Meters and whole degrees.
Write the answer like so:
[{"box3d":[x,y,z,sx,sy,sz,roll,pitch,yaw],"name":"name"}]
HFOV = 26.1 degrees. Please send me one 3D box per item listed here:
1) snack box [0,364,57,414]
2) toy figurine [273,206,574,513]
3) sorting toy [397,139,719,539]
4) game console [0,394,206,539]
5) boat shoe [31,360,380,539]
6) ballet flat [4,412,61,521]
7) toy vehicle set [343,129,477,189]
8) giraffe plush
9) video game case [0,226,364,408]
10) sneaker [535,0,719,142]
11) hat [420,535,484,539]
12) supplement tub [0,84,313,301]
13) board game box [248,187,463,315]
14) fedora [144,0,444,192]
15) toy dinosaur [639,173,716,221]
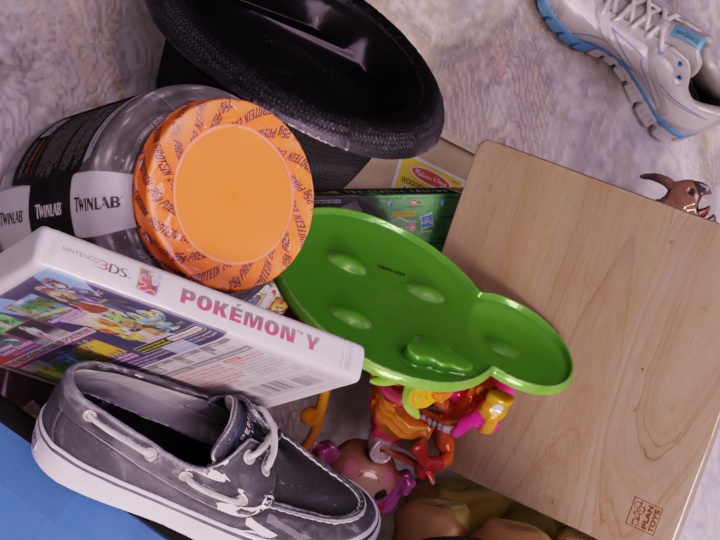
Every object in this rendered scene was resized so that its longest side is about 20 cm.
[{"box3d":[-0.198,0.138,0.902,0.071,0.024,0.203,13,82,-30],"name":"snack box"},{"box3d":[0.001,0.088,0.942,0.198,0.151,0.185,19,122,-18],"name":"toy figurine"},{"box3d":[0.140,0.047,0.974,0.069,0.197,0.202,1,109,-66],"name":"sorting toy"},{"box3d":[-0.197,0.149,0.769,0.199,0.171,0.119,32,97,8],"name":"game console"},{"box3d":[-0.072,0.099,0.829,0.198,0.068,0.072,23,36,-13],"name":"boat shoe"},{"box3d":[-0.211,0.168,0.851,0.066,0.067,0.202,27,72,-1],"name":"ballet flat"},{"box3d":[0.034,-0.035,1.052,0.198,0.026,0.126,24,76,-29],"name":"toy vehicle set"},{"box3d":[0.101,0.233,1.032,0.199,0.171,0.164,-1,101,-66],"name":"giraffe plush"},{"box3d":[-0.123,0.037,0.821,0.181,0.199,0.023,22,68,-27],"name":"video game case"},{"box3d":[0.210,-0.175,1.132,0.199,0.086,0.075,39,71,-23],"name":"sneaker"},{"box3d":[0.054,0.212,0.899,0.198,0.081,0.203,-1,123,-1],"name":"hat"},{"box3d":[-0.114,-0.035,0.857,0.121,0.199,0.124,1,88,-31],"name":"supplement tub"},{"box3d":[0.000,0.000,0.997,0.198,0.023,0.106,-1,102,-26],"name":"board game box"},{"box3d":[-0.051,-0.110,0.945,0.199,0.092,0.202,22,36,-17],"name":"fedora"},{"box3d":[0.164,0.023,1.100,0.199,0.086,0.137,-27,102,-24],"name":"toy dinosaur"}]
